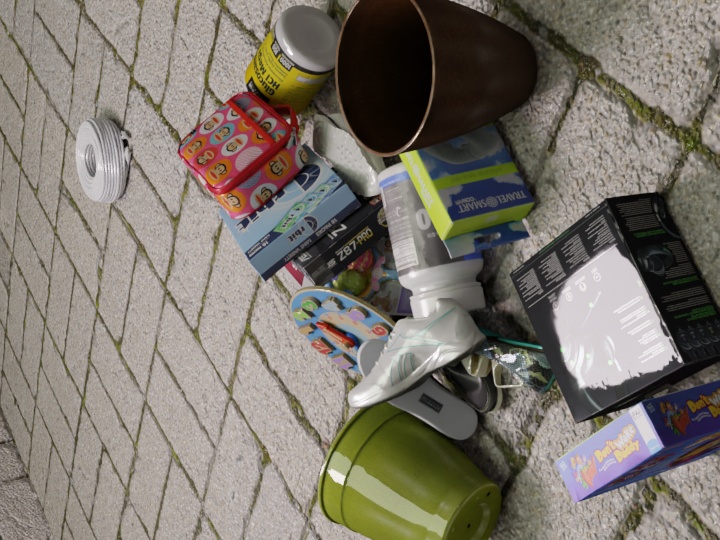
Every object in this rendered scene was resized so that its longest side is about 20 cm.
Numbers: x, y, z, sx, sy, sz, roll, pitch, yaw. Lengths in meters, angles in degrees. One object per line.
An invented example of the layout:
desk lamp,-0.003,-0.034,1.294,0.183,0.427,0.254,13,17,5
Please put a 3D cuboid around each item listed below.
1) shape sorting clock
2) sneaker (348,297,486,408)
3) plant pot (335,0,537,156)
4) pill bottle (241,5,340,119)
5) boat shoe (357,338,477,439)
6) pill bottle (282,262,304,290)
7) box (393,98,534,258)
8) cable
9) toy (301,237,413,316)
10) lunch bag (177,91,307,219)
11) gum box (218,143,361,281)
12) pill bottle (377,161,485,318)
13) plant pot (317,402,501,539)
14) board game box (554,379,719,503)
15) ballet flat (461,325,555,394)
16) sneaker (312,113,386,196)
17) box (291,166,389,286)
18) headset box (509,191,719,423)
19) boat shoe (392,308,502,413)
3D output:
shape sorting clock,-0.012,0.092,1.384,0.199,0.039,0.200,26,154,14
sneaker,0.060,0.106,1.250,0.200,0.070,0.081,-35,78,20
plant pot,0.103,-0.233,1.169,0.186,0.199,0.188,17,111,53
pill bottle,-0.114,-0.307,1.553,0.200,0.112,0.113,-44,61,51
boat shoe,0.070,0.159,1.337,0.069,0.200,0.057,-52,16,-5
pill bottle,-0.048,0.000,1.525,0.200,0.109,0.110,46,133,41
box,0.125,-0.122,1.227,0.201,0.121,0.048,66,156,22
cable,-0.604,-0.255,2.328,0.200,0.069,0.201,41,129,44
toy,0.000,0.000,1.403,0.199,0.047,0.116,3,69,26
lunch bag,-0.165,-0.181,1.479,0.200,0.176,0.082,44,172,49
gum box,-0.107,-0.089,1.431,0.045,0.170,0.200,53,179,-31
pill bottle,0.096,-0.040,1.300,0.114,0.113,0.201,-20,81,56
plant pot,0.080,0.300,1.352,0.192,0.200,0.202,26,119,36
board game box,0.303,0.155,0.958,0.135,0.199,0.045,-51,56,47
ballet flat,0.166,0.109,1.257,0.200,0.074,0.075,15,109,54
sneaker,0.001,-0.171,1.419,0.200,0.080,0.077,54,140,47
box,-0.044,-0.070,1.435,0.049,0.161,0.200,53,174,-31
headset box,0.277,0.048,1.068,0.174,0.092,0.201,-46,60,50
boat shoe,0.116,0.119,1.348,0.200,0.067,0.072,52,134,34
